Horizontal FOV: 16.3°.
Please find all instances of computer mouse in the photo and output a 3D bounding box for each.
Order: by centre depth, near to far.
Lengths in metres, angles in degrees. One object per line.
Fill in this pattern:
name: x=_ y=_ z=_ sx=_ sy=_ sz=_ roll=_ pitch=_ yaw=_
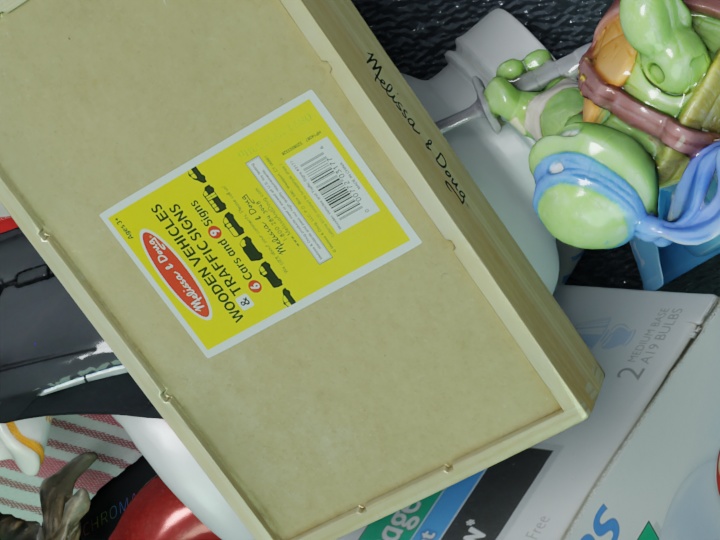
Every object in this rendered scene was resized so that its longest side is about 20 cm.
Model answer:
computer mouse: x=-0.111 y=0.034 z=0.816 sx=0.198 sy=0.141 sz=0.046 roll=0 pitch=140 yaw=6

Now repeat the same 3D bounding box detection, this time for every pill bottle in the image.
pill bottle: x=0.000 y=0.000 z=0.916 sx=0.200 sy=0.109 sz=0.109 roll=-40 pitch=145 yaw=-1

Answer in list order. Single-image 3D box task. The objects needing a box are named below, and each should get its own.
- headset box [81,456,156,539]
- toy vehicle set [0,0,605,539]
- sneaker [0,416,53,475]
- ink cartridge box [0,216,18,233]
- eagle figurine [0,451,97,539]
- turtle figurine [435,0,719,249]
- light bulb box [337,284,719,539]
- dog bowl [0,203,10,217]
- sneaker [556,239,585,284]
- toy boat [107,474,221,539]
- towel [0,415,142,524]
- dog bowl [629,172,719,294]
headset box: x=-0.069 y=0.164 z=1.221 sx=0.174 sy=0.093 sz=0.199 roll=-32 pitch=141 yaw=30
toy vehicle set: x=-0.031 y=-0.015 z=0.753 sx=0.124 sy=0.027 sz=0.201 roll=-26 pitch=108 yaw=28
sneaker: x=-0.204 y=0.050 z=0.892 sx=0.198 sy=0.080 sz=0.079 roll=-10 pitch=149 yaw=3
ink cartridge box: x=-0.192 y=-0.001 z=0.951 sx=0.198 sy=0.068 sz=0.116 roll=-13 pitch=148 yaw=7
eagle figurine: x=-0.210 y=0.119 z=1.023 sx=0.198 sy=0.152 sz=0.153 roll=5 pitch=131 yaw=-2
turtle figurine: x=0.072 y=-0.103 z=0.792 sx=0.199 sy=0.194 sz=0.145 roll=14 pitch=139 yaw=39
light bulb box: x=0.081 y=0.142 z=0.958 sx=0.124 sy=0.199 sz=0.201 roll=3 pitch=134 yaw=41
dog bowl: x=-0.122 y=-0.102 z=0.799 sx=0.198 sy=0.079 sz=0.201 roll=-7 pitch=148 yaw=-4
sneaker: x=0.048 y=0.022 z=1.048 sx=0.071 sy=0.073 sz=0.200 roll=7 pitch=143 yaw=-21
toy boat: x=-0.009 y=0.158 z=1.046 sx=0.198 sy=0.131 sz=0.132 roll=9 pitch=102 yaw=-13
towel: x=-0.186 y=0.078 z=1.120 sx=0.146 sy=0.030 sz=0.200 roll=19 pitch=138 yaw=-34
dog bowl: x=0.154 y=-0.049 z=0.916 sx=0.111 sy=0.050 sz=0.200 roll=-29 pitch=176 yaw=-16
